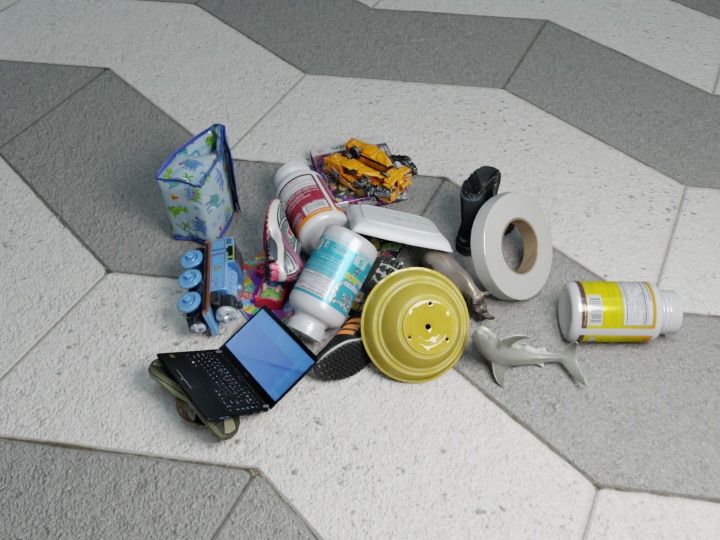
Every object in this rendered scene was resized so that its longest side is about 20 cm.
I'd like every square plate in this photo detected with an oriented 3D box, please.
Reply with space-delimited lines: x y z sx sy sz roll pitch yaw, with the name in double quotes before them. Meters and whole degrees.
"square plate" 0.072 -0.090 1.399 0.196 0.029 0.200 11 16 -8

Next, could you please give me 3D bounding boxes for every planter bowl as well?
"planter bowl" 0.105 0.094 1.208 0.198 0.083 0.203 0 88 -11

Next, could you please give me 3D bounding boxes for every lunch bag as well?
"lunch bag" -0.317 -0.181 1.476 0.126 0.171 0.201 11 46 10

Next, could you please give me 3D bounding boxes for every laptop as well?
"laptop" -0.207 0.149 1.205 0.199 0.104 0.177 2 28 -47

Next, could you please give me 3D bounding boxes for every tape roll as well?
"tape roll" 0.289 -0.045 1.345 0.203 0.204 0.037 -41 22 -31

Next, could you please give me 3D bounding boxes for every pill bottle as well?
"pill bottle" 0.467 0.074 1.283 0.197 0.110 0.110 1 47 0
"pill bottle" -0.058 0.027 1.293 0.110 0.111 0.201 23 79 20
"pill bottle" -0.107 -0.133 1.471 0.112 0.114 0.201 -17 50 -15

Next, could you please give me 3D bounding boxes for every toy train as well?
"toy train" -0.277 0.029 1.333 0.113 0.087 0.201 -12 47 3

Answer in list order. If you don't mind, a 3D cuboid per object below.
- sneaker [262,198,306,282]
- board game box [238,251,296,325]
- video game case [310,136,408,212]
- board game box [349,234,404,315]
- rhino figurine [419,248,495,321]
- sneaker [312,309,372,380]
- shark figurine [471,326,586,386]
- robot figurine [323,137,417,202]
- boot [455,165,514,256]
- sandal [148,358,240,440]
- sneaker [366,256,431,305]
"sneaker" -0.150 -0.055 1.377 0.074 0.081 0.202 3 50 -15
"board game box" -0.172 0.022 1.378 0.157 0.039 0.200 -27 53 -23
"video game case" -0.006 -0.216 1.599 0.179 0.036 0.201 -12 49 -9
"board game box" 0.000 0.000 1.407 0.104 0.024 0.201 21 51 15
"rhino figurine" 0.182 0.028 1.340 0.059 0.088 0.200 -28 53 -23
"sneaker" -0.011 0.122 1.280 0.199 0.071 0.090 -32 33 -21
"shark figurine" 0.275 0.161 1.245 0.212 0.128 0.091 14 72 -11
"robot figurine" 0.026 -0.214 1.532 0.199 0.059 0.145 32 57 27
"boot" 0.268 -0.141 1.441 0.076 0.169 0.200 35 56 28
"sandal" -0.278 0.218 1.190 0.200 0.058 0.080 33 20 25
"sneaker" 0.093 0.049 1.326 0.199 0.089 0.077 35 79 17
